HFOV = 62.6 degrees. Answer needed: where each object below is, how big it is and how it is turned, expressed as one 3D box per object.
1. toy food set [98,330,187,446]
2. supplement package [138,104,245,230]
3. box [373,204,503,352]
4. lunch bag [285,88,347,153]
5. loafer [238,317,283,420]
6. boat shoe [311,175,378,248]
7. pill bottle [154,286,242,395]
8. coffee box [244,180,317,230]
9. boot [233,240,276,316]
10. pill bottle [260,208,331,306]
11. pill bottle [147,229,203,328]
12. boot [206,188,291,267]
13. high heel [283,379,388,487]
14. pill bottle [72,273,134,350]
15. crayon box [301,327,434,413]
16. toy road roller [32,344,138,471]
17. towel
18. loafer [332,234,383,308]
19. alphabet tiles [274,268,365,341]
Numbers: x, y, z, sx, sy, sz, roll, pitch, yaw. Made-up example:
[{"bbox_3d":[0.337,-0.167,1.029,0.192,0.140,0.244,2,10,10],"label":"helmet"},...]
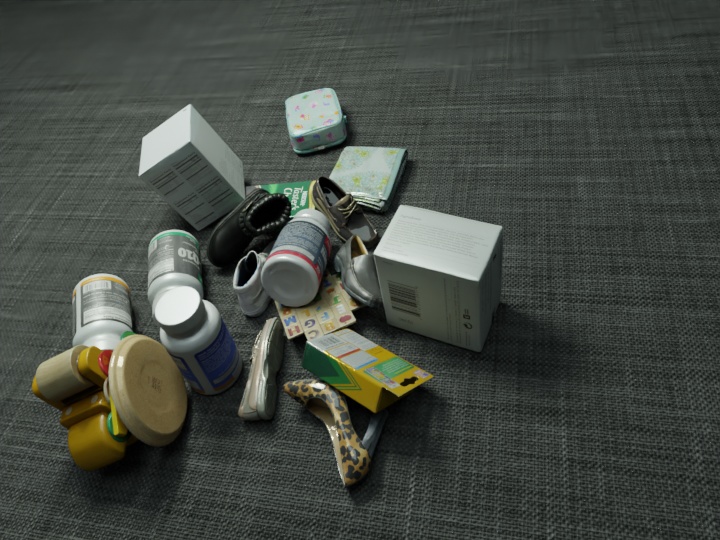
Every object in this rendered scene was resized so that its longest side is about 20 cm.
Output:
[{"bbox_3d":[-0.370,0.203,1.022,0.048,0.198,0.205,-21,66,13],"label":"toy food set"},{"bbox_3d":[-0.388,-0.237,1.382,0.148,0.200,0.154,-28,45,13],"label":"supplement package"},{"bbox_3d":[0.145,0.014,1.066,0.195,0.202,0.132,14,53,24],"label":"box"},{"bbox_3d":[-0.116,-0.397,1.572,0.156,0.078,0.203,-13,48,-1],"label":"lunch bag"},{"bbox_3d":[-0.185,0.177,1.090,0.061,0.073,0.204,-9,50,14],"label":"loafer"},{"bbox_3d":[-0.039,-0.129,1.296,0.199,0.074,0.074,42,69,17],"label":"boat shoe"},{"bbox_3d":[-0.292,0.125,1.066,0.109,0.203,0.114,-6,47,6],"label":"pill bottle"},{"bbox_3d":[-0.189,-0.151,1.393,0.194,0.045,0.125,-2,49,11],"label":"coffee box"},{"bbox_3d":[-0.204,-0.010,1.236,0.071,0.097,0.203,4,50,15],"label":"boot"},{"bbox_3d":[-0.122,-0.035,1.217,0.116,0.122,0.202,0,38,12],"label":"pill bottle"},{"bbox_3d":[-0.387,0.021,1.239,0.110,0.115,0.203,-16,48,-3],"label":"pill bottle"},{"bbox_3d":[-0.241,-0.086,1.256,0.213,0.079,0.157,-54,29,-3],"label":"boot"},{"bbox_3d":[-0.063,0.263,0.979,0.195,0.073,0.144,17,49,15],"label":"high heel"},{"bbox_3d":[-0.514,0.113,1.185,0.114,0.118,0.202,-20,48,-6],"label":"pill bottle"},{"bbox_3d":[0.012,0.173,1.014,0.197,0.053,0.124,25,19,31],"label":"crayon box"},{"bbox_3d":[-0.453,0.240,1.002,0.120,0.201,0.148,-23,42,13],"label":"toy road roller"},{"bbox_3d":[0.011,-0.225,1.412,0.166,0.049,0.203,9,51,19],"label":"towel"},{"bbox_3d":[0.000,0.000,1.164,0.071,0.074,0.201,13,25,-32],"label":"loafer"},{"bbox_3d":[-0.083,0.064,1.175,0.163,0.006,0.201,-23,35,-8],"label":"alphabet tiles"}]
